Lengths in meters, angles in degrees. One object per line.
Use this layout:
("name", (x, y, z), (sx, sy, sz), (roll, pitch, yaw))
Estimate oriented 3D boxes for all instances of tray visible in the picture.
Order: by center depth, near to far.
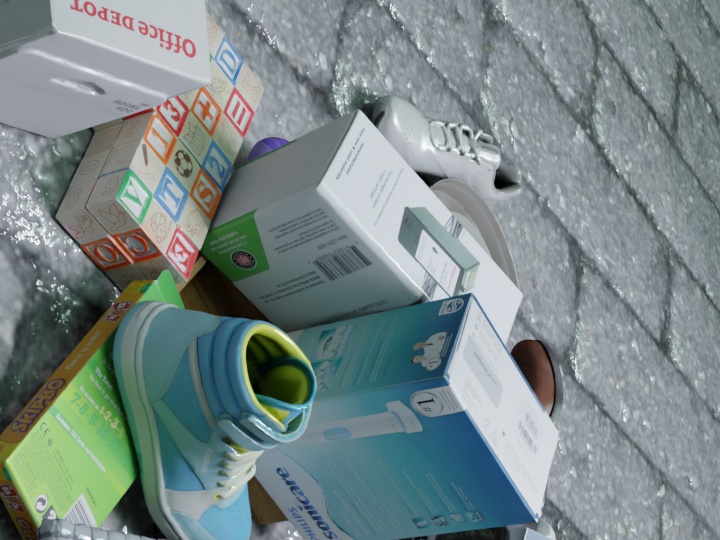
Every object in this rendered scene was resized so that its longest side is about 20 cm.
("tray", (-0.089, 0.079, 1.154), (0.201, 0.037, 0.099), (63, 34, -20))

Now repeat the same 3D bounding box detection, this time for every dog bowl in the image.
("dog bowl", (0.079, 0.019, 1.422), (0.199, 0.058, 0.203), (28, 56, -50))

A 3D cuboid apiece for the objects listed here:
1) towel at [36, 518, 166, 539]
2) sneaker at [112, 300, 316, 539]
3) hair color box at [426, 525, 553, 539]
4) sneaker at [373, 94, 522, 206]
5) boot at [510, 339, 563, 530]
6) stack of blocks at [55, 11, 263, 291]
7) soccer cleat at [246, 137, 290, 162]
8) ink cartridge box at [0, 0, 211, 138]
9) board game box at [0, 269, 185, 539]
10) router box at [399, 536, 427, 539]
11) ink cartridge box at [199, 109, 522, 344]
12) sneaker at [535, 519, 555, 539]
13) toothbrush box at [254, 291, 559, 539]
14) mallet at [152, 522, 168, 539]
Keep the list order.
("towel", (-0.132, 0.254, 0.922), (0.199, 0.085, 0.167), (20, 53, -38))
("sneaker", (-0.079, 0.115, 1.007), (0.080, 0.129, 0.202), (-53, 136, -47))
("hair color box", (0.086, 0.302, 1.217), (0.060, 0.098, 0.202), (31, 69, -44))
("sneaker", (0.082, -0.116, 1.450), (0.199, 0.086, 0.075), (29, 57, -49))
("boot", (0.067, 0.113, 1.302), (0.198, 0.068, 0.190), (22, 63, -14))
("stack of blocks", (-0.148, -0.098, 1.101), (0.115, 0.058, 0.201), (51, 40, -35))
("soccer cleat", (-0.045, -0.008, 1.214), (0.076, 0.066, 0.202), (-45, 120, -78))
("ink cartridge box", (-0.200, -0.208, 0.978), (0.147, 0.143, 0.203), (13, 68, -55))
("board game box", (-0.166, 0.093, 1.006), (0.200, 0.030, 0.096), (-53, 135, -43))
("router box", (0.075, 0.214, 1.347), (0.149, 0.051, 0.202), (44, 45, -40))
("ink cartridge box", (0.000, 0.000, 1.120), (0.200, 0.145, 0.085), (47, 48, -24))
("sneaker", (0.165, 0.299, 1.363), (0.071, 0.079, 0.202), (-71, 165, -52))
("toothbrush box", (0.019, 0.112, 1.091), (0.147, 0.198, 0.086), (55, 37, -29))
("mallet", (-0.137, 0.263, 1.011), (0.066, 0.041, 0.201), (49, 37, -35))
